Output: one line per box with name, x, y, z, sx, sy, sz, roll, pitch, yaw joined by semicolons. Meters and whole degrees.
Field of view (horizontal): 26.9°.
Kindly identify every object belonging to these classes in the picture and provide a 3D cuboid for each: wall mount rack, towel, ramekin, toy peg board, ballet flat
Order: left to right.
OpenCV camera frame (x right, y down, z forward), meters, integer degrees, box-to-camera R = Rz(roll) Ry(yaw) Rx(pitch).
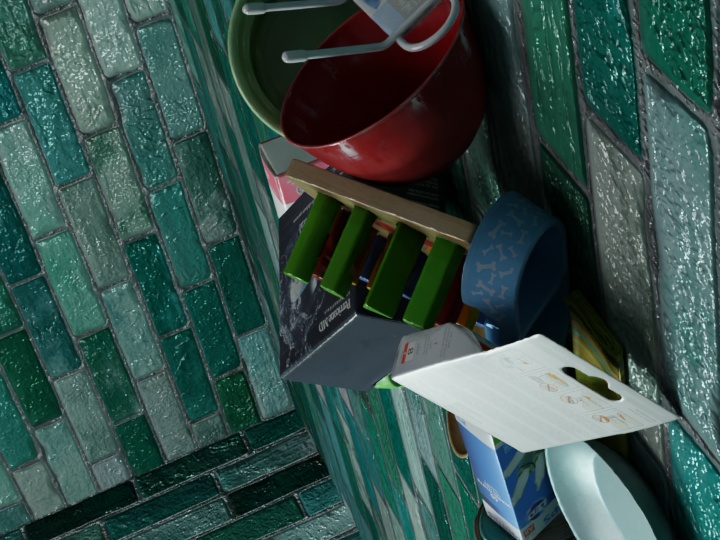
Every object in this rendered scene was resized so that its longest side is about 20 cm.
ramekin;-0.030;-0.217;1.479;0.098;0.198;0.202;-172;60;-87
wall mount rack;-0.003;-0.243;1.316;0.075;0.174;0.200;45;-175;-35
toy peg board;0.037;0.000;1.386;0.199;0.099;0.199;22;174;28
ballet flat;0.162;0.255;1.598;0.200;0.067;0.064;-58;-18;-56
towel;0.216;0.113;1.362;0.086;0.018;0.201;-120;12;-45

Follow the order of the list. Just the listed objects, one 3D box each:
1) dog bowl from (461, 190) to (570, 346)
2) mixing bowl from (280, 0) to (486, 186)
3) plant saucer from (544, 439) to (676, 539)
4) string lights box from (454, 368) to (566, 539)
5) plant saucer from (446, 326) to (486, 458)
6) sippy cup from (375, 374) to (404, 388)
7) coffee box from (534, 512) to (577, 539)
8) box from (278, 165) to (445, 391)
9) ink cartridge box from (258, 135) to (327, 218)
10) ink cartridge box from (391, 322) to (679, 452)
dog bowl;0.141;0.023;1.319;0.049;0.112;0.201;21;145;28
mixing bowl;0.037;-0.149;1.340;0.108;0.200;0.200;48;-178;-32
plant saucer;0.240;0.226;1.376;0.202;0.038;0.202;56;163;27
string lights box;0.159;0.168;1.462;0.059;0.103;0.201;36;158;38
plant saucer;0.130;0.093;1.544;0.200;0.035;0.203;-171;90;-80
sippy cup;0.039;0.055;1.865;0.178;0.138;0.131;-131;23;-56
coffee box;0.223;0.321;1.597;0.200;0.079;0.114;164;85;-81
box;0.000;0.000;1.621;0.197;0.116;0.202;-42;45;54
ink cartridge box;-0.034;-0.087;1.921;0.083;0.145;0.201;-122;14;-48
ink cartridge box;0.144;0.088;1.254;0.161;0.051;0.199;30;149;-25
